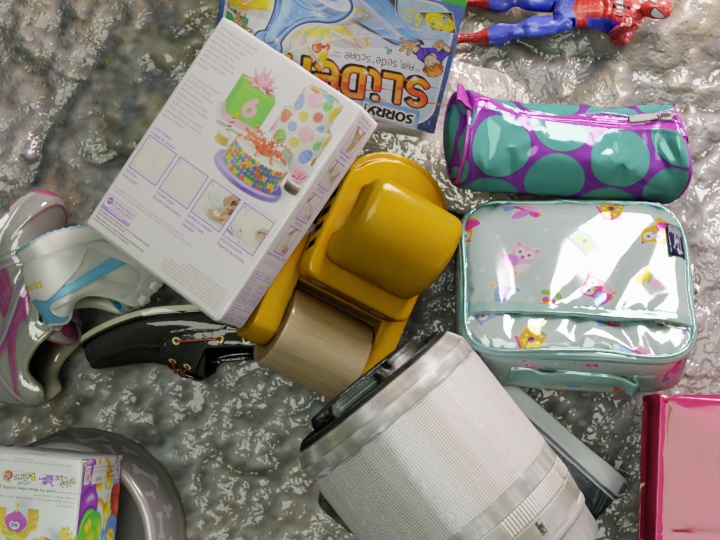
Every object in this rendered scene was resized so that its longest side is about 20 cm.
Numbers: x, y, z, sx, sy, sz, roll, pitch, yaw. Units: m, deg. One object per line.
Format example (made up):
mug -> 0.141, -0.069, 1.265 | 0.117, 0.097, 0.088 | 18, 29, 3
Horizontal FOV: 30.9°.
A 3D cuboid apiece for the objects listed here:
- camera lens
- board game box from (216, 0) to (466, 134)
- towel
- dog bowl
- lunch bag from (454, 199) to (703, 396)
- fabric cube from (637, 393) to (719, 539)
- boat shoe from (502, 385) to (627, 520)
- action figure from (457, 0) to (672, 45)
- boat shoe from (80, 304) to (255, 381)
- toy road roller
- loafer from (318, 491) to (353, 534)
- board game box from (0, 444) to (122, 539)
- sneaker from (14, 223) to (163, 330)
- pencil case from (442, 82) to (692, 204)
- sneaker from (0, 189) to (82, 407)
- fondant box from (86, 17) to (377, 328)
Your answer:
camera lens -> 0.064, 0.160, 0.995 | 0.160, 0.160, 0.200 | -39, 88, 3
board game box -> -0.019, -0.202, 1.084 | 0.199, 0.035, 0.136 | 13, 123, 2
towel -> 0.038, -0.125, 1.151 | 0.199, 0.034, 0.133 | 11, 86, 9
dog bowl -> -0.256, 0.239, 1.147 | 0.199, 0.059, 0.201 | -1, 85, 8
lunch bag -> 0.176, 0.022, 1.062 | 0.199, 0.077, 0.161 | 1, 54, 3
fabric cube -> 0.318, 0.198, 0.999 | 0.198, 0.196, 0.201 | 2, 85, 8
boat shoe -> 0.121, 0.146, 1.094 | 0.200, 0.071, 0.091 | 40, 90, 9
action figure -> 0.168, -0.226, 1.113 | 0.199, 0.099, 0.066 | -1, 86, 6
boat shoe -> -0.146, 0.063, 1.139 | 0.200, 0.074, 0.063 | -9, 75, 3
toy road roller -> 0.000, 0.000, 1.059 | 0.123, 0.146, 0.201 | 27, 77, -18
loafer -> 0.052, 0.227, 1.108 | 0.200, 0.073, 0.072 | 41, 130, 3
board game box -> -0.266, 0.249, 1.065 | 0.104, 0.103, 0.201 | 4, 85, 8
sneaker -> -0.192, -0.008, 1.128 | 0.199, 0.076, 0.081 | -17, 87, -24
pencil case -> 0.170, -0.105, 1.084 | 0.199, 0.093, 0.085 | 3, 48, -6
sneaker -> -0.282, 0.031, 1.153 | 0.088, 0.081, 0.201 | 12, 94, 24
fondant box -> -0.102, -0.077, 1.037 | 0.144, 0.058, 0.200 | 35, 93, 18
